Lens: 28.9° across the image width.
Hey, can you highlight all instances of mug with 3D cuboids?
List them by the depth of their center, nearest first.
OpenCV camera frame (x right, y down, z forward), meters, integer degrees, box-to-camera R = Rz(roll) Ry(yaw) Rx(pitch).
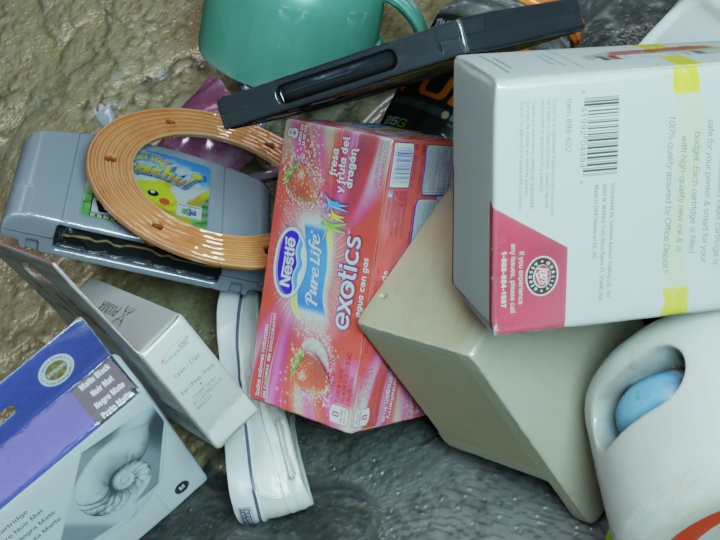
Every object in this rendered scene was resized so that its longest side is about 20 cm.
[{"bbox_3d":[-0.042,-0.233,1.200,0.184,0.115,0.152,-6,36,-30],"label":"mug"}]

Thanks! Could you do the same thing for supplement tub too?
[{"bbox_3d":[0.086,-0.121,1.077,0.122,0.122,0.201,25,85,30],"label":"supplement tub"}]

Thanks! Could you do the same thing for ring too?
[{"bbox_3d":[-0.110,-0.061,1.062,0.199,0.019,0.201,14,36,-11],"label":"ring"}]

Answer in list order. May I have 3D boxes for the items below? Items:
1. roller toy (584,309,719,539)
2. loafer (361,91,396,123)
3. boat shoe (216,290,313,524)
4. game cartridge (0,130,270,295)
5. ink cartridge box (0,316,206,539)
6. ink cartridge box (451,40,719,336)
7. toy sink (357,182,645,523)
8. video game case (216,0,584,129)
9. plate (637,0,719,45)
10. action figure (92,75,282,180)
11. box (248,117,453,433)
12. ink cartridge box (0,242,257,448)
[{"bbox_3d":[0.238,0.107,0.865,0.199,0.183,0.140,-13,52,8],"label":"roller toy"},{"bbox_3d":[0.075,-0.135,1.169,0.199,0.063,0.072,-35,93,-6],"label":"loafer"},{"bbox_3d":[-0.068,0.089,1.047,0.065,0.072,0.201,-10,55,5],"label":"boat shoe"},{"bbox_3d":[-0.164,-0.049,1.064,0.199,0.041,0.134,12,31,-13],"label":"game cartridge"},{"bbox_3d":[-0.219,0.155,0.967,0.199,0.200,0.041,-41,54,-11],"label":"ink cartridge box"},{"bbox_3d":[0.158,-0.052,0.806,0.198,0.146,0.083,-5,19,-12],"label":"ink cartridge box"},{"bbox_3d":[0.108,0.056,0.952,0.112,0.200,0.131,13,61,45],"label":"toy sink"},{"bbox_3d":[0.031,-0.139,0.928,0.180,0.200,0.026,-13,96,31],"label":"video game case"},{"bbox_3d":[0.214,-0.104,0.949,0.200,0.032,0.200,-49,30,15],"label":"plate"},{"bbox_3d":[-0.166,-0.073,1.187,0.149,0.134,0.200,42,74,6],"label":"action figure"},{"bbox_3d":[0.000,0.000,0.975,0.094,0.102,0.202,15,102,36],"label":"box"},{"bbox_3d":[-0.177,0.034,1.004,0.045,0.177,0.200,-45,25,-16],"label":"ink cartridge box"}]
